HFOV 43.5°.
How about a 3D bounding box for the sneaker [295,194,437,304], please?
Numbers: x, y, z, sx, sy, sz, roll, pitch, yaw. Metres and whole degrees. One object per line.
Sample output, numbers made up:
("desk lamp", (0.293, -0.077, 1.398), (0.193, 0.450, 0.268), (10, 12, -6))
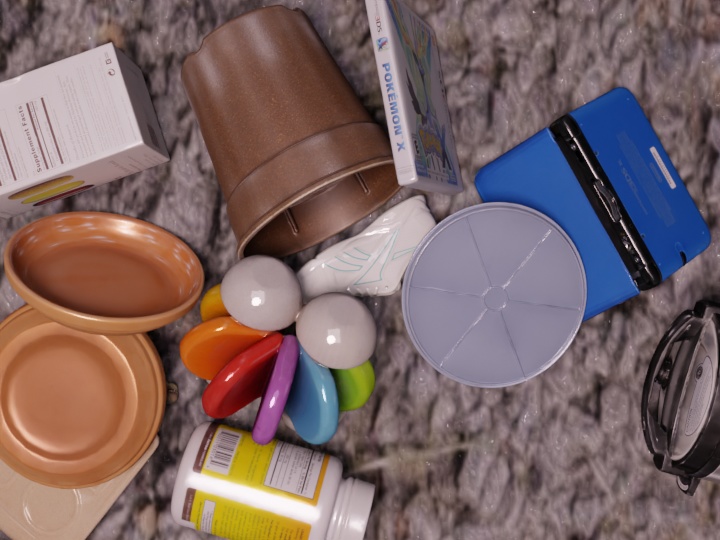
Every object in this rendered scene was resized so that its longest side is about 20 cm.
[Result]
("sneaker", (0.000, 0.000, 0.966), (0.198, 0.070, 0.081), (-31, 91, 0))

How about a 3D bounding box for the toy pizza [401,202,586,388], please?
("toy pizza", (0.141, 0.026, 0.961), (0.196, 0.032, 0.204), (0, 104, -2))

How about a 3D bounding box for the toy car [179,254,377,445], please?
("toy car", (-0.086, 0.099, 0.898), (0.198, 0.151, 0.176), (26, 134, 1))

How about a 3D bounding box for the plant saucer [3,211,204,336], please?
("plant saucer", (-0.260, 0.005, 0.922), (0.197, 0.201, 0.038), (19, 120, 1))

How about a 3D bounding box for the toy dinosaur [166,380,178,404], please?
("toy dinosaur", (-0.271, 0.067, 0.972), (0.198, 0.047, 0.089), (31, 71, -8))

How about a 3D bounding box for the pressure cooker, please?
("pressure cooker", (0.382, 0.132, 0.903), (0.197, 0.180, 0.178), (15, 54, 2))

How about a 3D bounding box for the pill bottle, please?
("pill bottle", (-0.088, 0.234, 0.941), (0.197, 0.109, 0.111), (16, 89, 2))

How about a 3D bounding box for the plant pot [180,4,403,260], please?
("plant pot", (-0.076, -0.142, 0.920), (0.198, 0.200, 0.200), (-27, 79, 0))

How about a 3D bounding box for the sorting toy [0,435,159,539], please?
("sorting toy", (-0.342, 0.199, 0.988), (0.184, 0.036, 0.201), (39, 94, 2))

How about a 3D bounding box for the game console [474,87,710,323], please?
("game console", (0.254, -0.068, 0.987), (0.169, 0.118, 0.202), (-28, 89, -31))

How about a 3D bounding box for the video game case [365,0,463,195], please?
("video game case", (0.058, -0.172, 0.906), (0.022, 0.200, 0.186), (-11, 88, 19))

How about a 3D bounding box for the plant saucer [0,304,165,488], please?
("plant saucer", (-0.301, 0.128, 0.927), (0.196, 0.037, 0.204), (0, 95, -2))

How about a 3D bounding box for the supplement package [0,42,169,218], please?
("supplement package", (-0.322, -0.143, 0.954), (0.197, 0.114, 0.111), (-19, 87, 2))
